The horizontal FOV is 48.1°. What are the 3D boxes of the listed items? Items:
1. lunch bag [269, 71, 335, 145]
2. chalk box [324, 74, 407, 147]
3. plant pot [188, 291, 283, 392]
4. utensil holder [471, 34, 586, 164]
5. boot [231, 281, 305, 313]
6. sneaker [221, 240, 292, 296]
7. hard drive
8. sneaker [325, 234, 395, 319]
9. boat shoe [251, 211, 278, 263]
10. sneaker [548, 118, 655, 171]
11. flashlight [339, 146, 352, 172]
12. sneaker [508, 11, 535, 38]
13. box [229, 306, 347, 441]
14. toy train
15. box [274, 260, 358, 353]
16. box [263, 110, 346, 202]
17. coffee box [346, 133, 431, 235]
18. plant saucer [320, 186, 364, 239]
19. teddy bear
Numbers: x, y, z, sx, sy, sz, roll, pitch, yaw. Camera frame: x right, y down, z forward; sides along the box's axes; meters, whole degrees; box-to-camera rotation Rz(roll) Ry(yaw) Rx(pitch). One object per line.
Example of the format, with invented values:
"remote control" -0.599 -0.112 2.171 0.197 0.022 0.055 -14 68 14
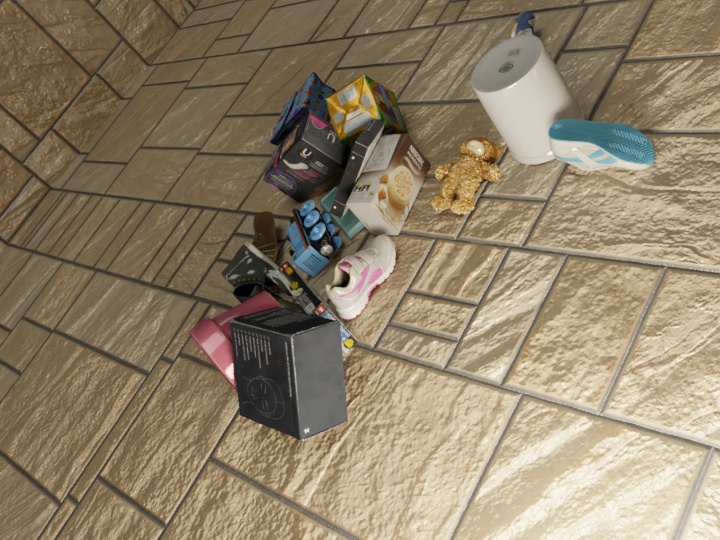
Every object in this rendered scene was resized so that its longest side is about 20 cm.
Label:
"lunch bag" -0.179 -0.443 2.307 0.199 0.094 0.152 -26 40 41
"chalk box" 0.027 -0.369 1.968 0.124 0.199 0.125 -25 73 25
"plant pot" -0.228 0.149 1.687 0.179 0.201 0.200 -40 36 -13
"utensil holder" 0.334 -0.340 1.616 0.169 0.200 0.171 -25 41 24
"boot" -0.206 0.079 1.802 0.199 0.097 0.075 2 56 44
"sneaker" -0.233 0.026 1.878 0.200 0.075 0.106 37 83 34
"hard drive" -0.006 -0.234 1.843 0.140 0.038 0.201 -62 -5 -53
"sneaker" 0.000 0.000 1.693 0.081 0.088 0.201 13 64 48
"boat shoe" -0.234 -0.057 2.001 0.072 0.063 0.201 -4 50 7
"sneaker" 0.451 -0.225 1.506 0.199 0.081 0.077 21 67 30
"flashlight" -0.024 -0.336 2.066 0.067 0.068 0.202 -16 49 25
"sneaker" 0.383 -0.508 1.852 0.087 0.075 0.202 6 65 32
"box" -0.137 0.189 1.529 0.123 0.202 0.196 -14 16 -40
"toy train" -0.118 -0.080 1.888 0.114 0.087 0.201 -42 37 12
"box" -0.092 0.073 1.669 0.040 0.137 0.200 -42 37 -2
"box" -0.138 -0.282 2.018 0.200 0.122 0.107 -36 32 46
"coffee box" 0.065 -0.192 1.796 0.079 0.114 0.201 1 56 43
"plant saucer" -0.041 -0.143 1.929 0.070 0.019 0.200 -42 36 2
"teddy bear" 0.222 -0.204 1.700 0.200 0.067 0.145 -49 39 -6
